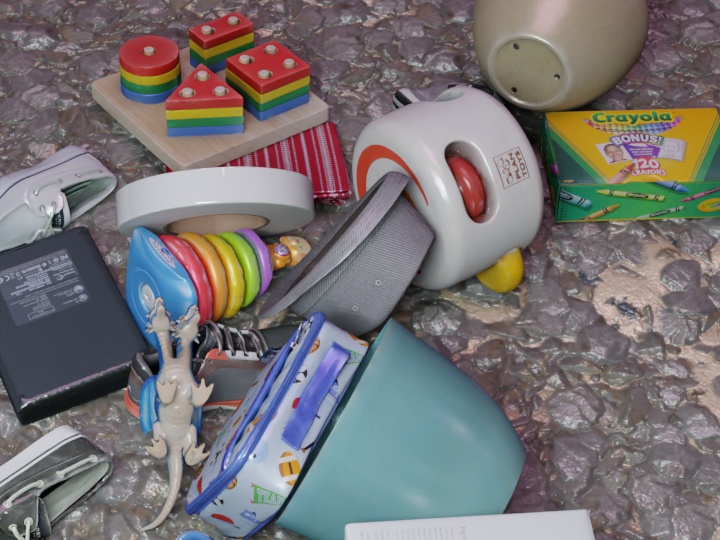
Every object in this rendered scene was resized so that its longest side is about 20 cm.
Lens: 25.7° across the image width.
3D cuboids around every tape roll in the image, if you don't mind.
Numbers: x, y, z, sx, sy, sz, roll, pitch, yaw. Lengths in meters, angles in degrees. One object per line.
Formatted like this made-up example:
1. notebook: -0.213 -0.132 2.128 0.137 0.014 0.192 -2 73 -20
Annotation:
1. tape roll: -0.144 -0.062 1.569 0.201 0.203 0.037 -4 80 -6

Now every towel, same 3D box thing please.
1. towel: -0.117 -0.114 1.726 0.198 0.023 0.145 -4 40 -8

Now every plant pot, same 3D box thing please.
1. plant pot: 0.045 0.167 1.350 0.160 0.201 0.201 30 49 0
2. plant pot: 0.206 -0.252 1.744 0.199 0.202 0.135 17 43 14

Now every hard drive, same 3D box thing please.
1. hard drive: -0.301 0.050 1.554 0.138 0.033 0.201 -20 49 -17

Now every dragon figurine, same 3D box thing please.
1. dragon figurine: -0.168 0.127 1.420 0.058 0.202 0.099 1 14 -12

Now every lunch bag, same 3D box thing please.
1. lunch bag: -0.071 0.133 1.392 0.075 0.160 0.201 32 54 -6

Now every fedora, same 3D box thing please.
1. fedora: 0.000 0.000 1.512 0.090 0.200 0.177 42 18 -6

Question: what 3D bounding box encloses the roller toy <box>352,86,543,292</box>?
1. roller toy: 0.093 -0.085 1.596 0.139 0.183 0.200 -24 51 -26

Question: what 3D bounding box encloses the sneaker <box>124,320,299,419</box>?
1. sneaker: -0.126 0.085 1.495 0.198 0.082 0.077 -18 49 -21

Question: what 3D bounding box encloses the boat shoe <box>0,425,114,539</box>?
1. boat shoe: -0.300 0.211 1.377 0.063 0.071 0.200 29 50 25

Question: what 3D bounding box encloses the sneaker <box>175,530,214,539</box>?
1. sneaker: -0.108 0.298 1.291 0.073 0.083 0.200 -24 53 -25

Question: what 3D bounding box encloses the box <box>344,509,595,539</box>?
1. box: 0.087 0.283 1.262 0.198 0.153 0.107 -3 45 -4

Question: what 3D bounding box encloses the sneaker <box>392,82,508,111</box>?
1. sneaker: 0.131 -0.154 1.744 0.115 0.075 0.200 -21 49 -24

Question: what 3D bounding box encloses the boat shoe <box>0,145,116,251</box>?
1. boat shoe: -0.330 -0.069 1.636 0.066 0.074 0.200 26 45 18

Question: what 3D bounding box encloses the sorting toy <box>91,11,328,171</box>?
1. sorting toy: -0.170 -0.211 1.768 0.198 0.070 0.200 -25 47 -29

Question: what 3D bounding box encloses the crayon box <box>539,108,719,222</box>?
1. crayon box: 0.302 -0.116 1.720 0.198 0.059 0.119 -2 46 -4

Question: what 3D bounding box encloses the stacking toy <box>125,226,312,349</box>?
1. stacking toy: -0.129 0.001 1.579 0.199 0.110 0.116 -18 49 -34
